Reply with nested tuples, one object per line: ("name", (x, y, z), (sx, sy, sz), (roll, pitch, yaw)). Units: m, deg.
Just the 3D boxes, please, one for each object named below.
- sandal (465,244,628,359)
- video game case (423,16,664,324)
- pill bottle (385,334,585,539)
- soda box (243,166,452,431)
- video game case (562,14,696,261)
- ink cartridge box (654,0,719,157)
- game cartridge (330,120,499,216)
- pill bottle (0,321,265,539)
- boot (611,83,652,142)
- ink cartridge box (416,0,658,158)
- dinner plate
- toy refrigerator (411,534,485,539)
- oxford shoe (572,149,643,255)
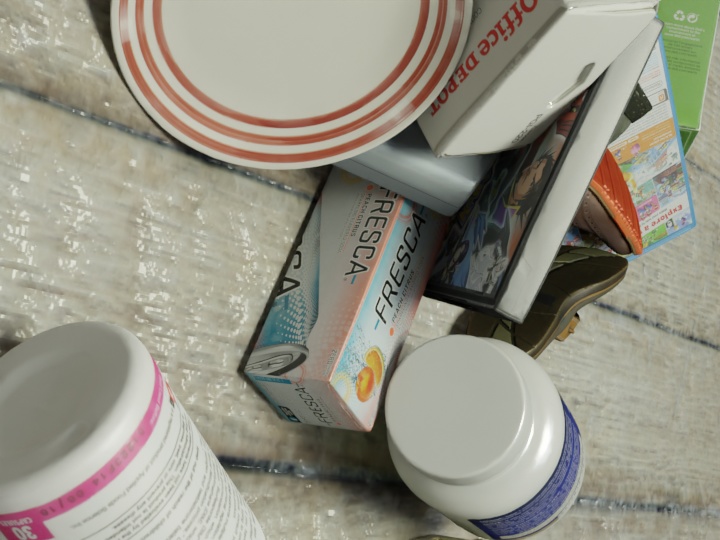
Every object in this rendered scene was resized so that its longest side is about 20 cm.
("sandal", (0.146, 0.035, 1.143), (0.200, 0.081, 0.055), (-43, 143, -47))
("video game case", (0.105, -0.069, 0.930), (0.025, 0.181, 0.201), (27, 87, -16))
("pill bottle", (0.083, 0.111, 0.968), (0.200, 0.119, 0.121), (49, 50, -68))
("soda box", (0.000, 0.000, 0.929), (0.064, 0.068, 0.201), (55, 48, -45))
("video game case", (0.207, -0.098, 1.211), (0.142, 0.018, 0.202), (-26, 117, -17))
("ink cartridge box", (0.288, -0.206, 1.315), (0.104, 0.059, 0.202), (81, 21, -75))
("game cartridge", (0.044, -0.139, 0.936), (0.132, 0.042, 0.201), (21, 58, -8))
("pill bottle", (-0.115, 0.134, 0.729), (0.114, 0.113, 0.201), (-58, 136, -36))
("boot", (0.108, -0.145, 1.061), (0.130, 0.201, 0.068), (-41, 157, 9))
("ink cartridge box", (0.066, -0.189, 0.854), (0.084, 0.146, 0.201), (-13, 67, -38))
("dinner plate", (-0.037, -0.142, 0.789), (0.024, 0.199, 0.201), (-101, 164, -49))
("toy refrigerator", (0.028, 0.225, 0.977), (0.199, 0.075, 0.071), (2, 90, -55))
("oxford shoe", (0.166, -0.070, 1.164), (0.200, 0.072, 0.072), (44, 31, -38))
